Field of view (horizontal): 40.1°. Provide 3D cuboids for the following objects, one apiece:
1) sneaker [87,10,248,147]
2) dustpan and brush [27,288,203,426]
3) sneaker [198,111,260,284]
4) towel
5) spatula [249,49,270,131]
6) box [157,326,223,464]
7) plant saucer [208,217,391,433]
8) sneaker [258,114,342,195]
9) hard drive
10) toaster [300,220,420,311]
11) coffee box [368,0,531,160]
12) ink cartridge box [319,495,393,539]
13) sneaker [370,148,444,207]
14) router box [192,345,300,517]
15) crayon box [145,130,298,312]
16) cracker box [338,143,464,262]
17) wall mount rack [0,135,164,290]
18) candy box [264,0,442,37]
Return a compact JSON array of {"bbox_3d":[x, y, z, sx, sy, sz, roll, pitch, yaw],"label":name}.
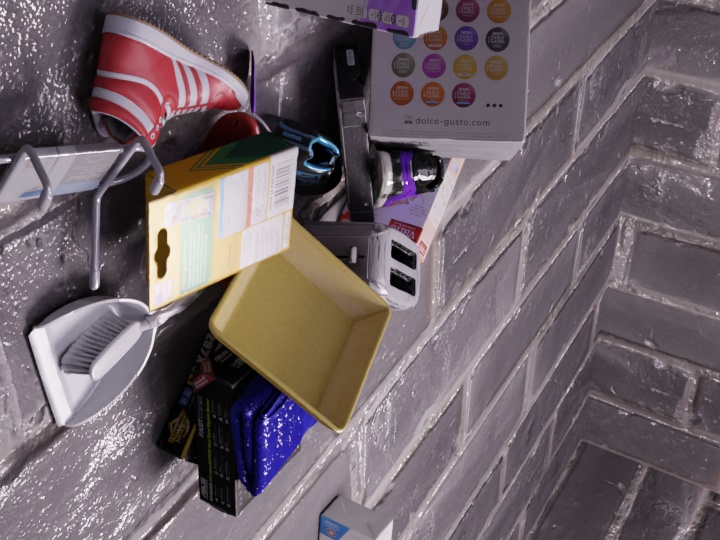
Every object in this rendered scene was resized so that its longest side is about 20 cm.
[{"bbox_3d":[-0.191,-0.165,0.975,0.199,0.070,0.114,20,84,-58],"label":"sneaker"},{"bbox_3d":[-0.242,0.063,1.032,0.200,0.056,0.141,-48,146,-42],"label":"dustpan and brush"},{"bbox_3d":[-0.140,-0.095,1.154,0.116,0.077,0.203,-48,155,-64],"label":"sneaker"},{"bbox_3d":[-0.080,0.158,1.190,0.200,0.049,0.150,-48,145,-44],"label":"towel"},{"bbox_3d":[-0.108,-0.152,1.152,0.057,0.020,0.203,-112,-173,-65],"label":"spatula"},{"bbox_3d":[-0.168,0.177,1.284,0.162,0.049,0.200,-66,155,-9],"label":"box"},{"bbox_3d":[-0.073,0.060,1.138,0.200,0.048,0.201,41,46,-17],"label":"plant saucer"},{"bbox_3d":[-0.060,-0.135,1.258,0.200,0.081,0.074,23,83,-67],"label":"sneaker"},{"bbox_3d":[-0.009,-0.178,1.311,0.141,0.037,0.202,-96,180,-48],"label":"hard drive"},{"bbox_3d":[0.000,0.000,1.316,0.200,0.127,0.116,28,64,-64],"label":"toaster"},{"bbox_3d":[0.117,-0.259,1.302,0.200,0.196,0.202,-3,96,-85],"label":"coffee box"},{"bbox_3d":[-0.013,0.517,1.758,0.067,0.115,0.203,-37,139,-51],"label":"ink cartridge box"},{"bbox_3d":[0.065,-0.126,1.345,0.200,0.098,0.071,-146,-130,-85],"label":"sneaker"},{"bbox_3d":[-0.136,0.175,1.218,0.150,0.061,0.203,-38,139,-50],"label":"router box"},{"bbox_3d":[-0.154,-0.055,1.015,0.199,0.051,0.128,-28,136,-43],"label":"crayon box"},{"bbox_3d":[0.066,-0.129,1.465,0.203,0.132,0.058,-68,155,-10],"label":"cracker box"},{"bbox_3d":[-0.266,-0.046,0.878,0.198,0.075,0.174,-14,158,-47],"label":"wall mount rack"},{"bbox_3d":[-0.004,-0.362,1.081,0.071,0.197,0.171,-33,136,-54],"label":"candy box"}]
